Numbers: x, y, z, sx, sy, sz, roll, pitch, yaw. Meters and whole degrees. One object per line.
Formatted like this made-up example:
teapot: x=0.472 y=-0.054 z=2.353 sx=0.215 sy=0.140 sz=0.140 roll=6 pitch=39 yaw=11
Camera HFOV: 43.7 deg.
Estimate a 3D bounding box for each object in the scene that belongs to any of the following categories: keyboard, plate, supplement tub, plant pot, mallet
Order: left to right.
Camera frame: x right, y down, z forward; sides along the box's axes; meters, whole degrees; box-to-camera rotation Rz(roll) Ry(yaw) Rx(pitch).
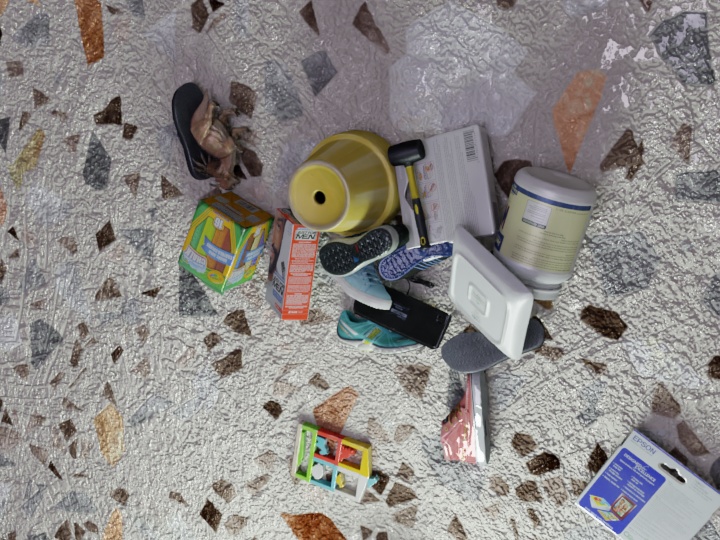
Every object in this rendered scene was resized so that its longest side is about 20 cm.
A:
plant pot: x=-0.038 y=-0.153 z=1.678 sx=0.200 sy=0.189 sz=0.202 roll=7 pitch=107 yaw=24
keyboard: x=0.087 y=0.060 z=1.746 sx=0.199 sy=0.021 sz=0.128 roll=24 pitch=93 yaw=23
mallet: x=0.108 y=-0.140 z=1.628 sx=0.066 sy=0.041 sz=0.201 roll=-20 pitch=84 yaw=24
plate: x=0.219 y=0.046 z=1.591 sx=0.200 sy=0.032 sz=0.201 roll=46 pitch=155 yaw=31
supplement tub: x=0.314 y=-0.065 z=1.557 sx=0.144 sy=0.145 sz=0.201 roll=21 pitch=111 yaw=19

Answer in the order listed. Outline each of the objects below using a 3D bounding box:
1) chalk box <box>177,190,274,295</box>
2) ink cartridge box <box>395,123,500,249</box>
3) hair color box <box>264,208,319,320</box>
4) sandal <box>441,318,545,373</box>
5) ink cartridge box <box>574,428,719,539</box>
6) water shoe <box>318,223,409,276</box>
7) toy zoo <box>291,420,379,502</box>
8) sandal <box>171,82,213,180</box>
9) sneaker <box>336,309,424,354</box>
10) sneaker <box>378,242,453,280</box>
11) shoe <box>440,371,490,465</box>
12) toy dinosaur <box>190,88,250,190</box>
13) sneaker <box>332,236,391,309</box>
chalk box: x=-0.286 y=-0.042 z=1.860 sx=0.124 sy=0.124 sz=0.201 roll=30 pitch=114 yaw=16
ink cartridge box: x=0.157 y=-0.149 z=1.642 sx=0.175 sy=0.045 sz=0.201 roll=-10 pitch=85 yaw=28
hair color box: x=-0.138 y=-0.013 z=1.803 sx=0.111 sy=0.064 sz=0.201 roll=-139 pitch=55 yaw=-59
sandal: x=0.251 y=0.146 z=1.688 sx=0.199 sy=0.043 sz=0.077 roll=-15 pitch=76 yaw=18
ink cartridge box: x=0.528 y=0.414 z=1.638 sx=0.197 sy=0.047 sz=0.201 roll=37 pitch=114 yaw=14
water shoe: x=0.009 y=-0.037 z=1.682 sx=0.199 sy=0.079 sz=0.072 roll=-15 pitch=91 yaw=43
toy zoo: x=-0.051 y=0.414 z=1.924 sx=0.199 sy=0.020 sz=0.132 roll=16 pitch=109 yaw=21
sandal: x=-0.354 y=-0.287 z=1.863 sx=0.043 sy=0.076 sz=0.202 roll=6 pitch=107 yaw=51
sneaker: x=0.040 y=0.122 z=1.779 sx=0.199 sy=0.077 sz=0.080 roll=7 pitch=97 yaw=24
sneaker: x=0.126 y=-0.041 z=1.702 sx=0.199 sy=0.078 sz=0.070 roll=-25 pitch=89 yaw=7
shoe: x=0.200 y=0.283 z=1.742 sx=0.090 sy=0.071 sz=0.201 roll=1 pitch=108 yaw=19
toy dinosaur: x=-0.303 y=-0.266 z=1.831 sx=0.135 sy=0.086 sz=0.201 roll=-30 pitch=89 yaw=27
sneaker: x=0.000 y=0.000 z=1.731 sx=0.200 sy=0.074 sz=0.082 roll=41 pitch=116 yaw=41
